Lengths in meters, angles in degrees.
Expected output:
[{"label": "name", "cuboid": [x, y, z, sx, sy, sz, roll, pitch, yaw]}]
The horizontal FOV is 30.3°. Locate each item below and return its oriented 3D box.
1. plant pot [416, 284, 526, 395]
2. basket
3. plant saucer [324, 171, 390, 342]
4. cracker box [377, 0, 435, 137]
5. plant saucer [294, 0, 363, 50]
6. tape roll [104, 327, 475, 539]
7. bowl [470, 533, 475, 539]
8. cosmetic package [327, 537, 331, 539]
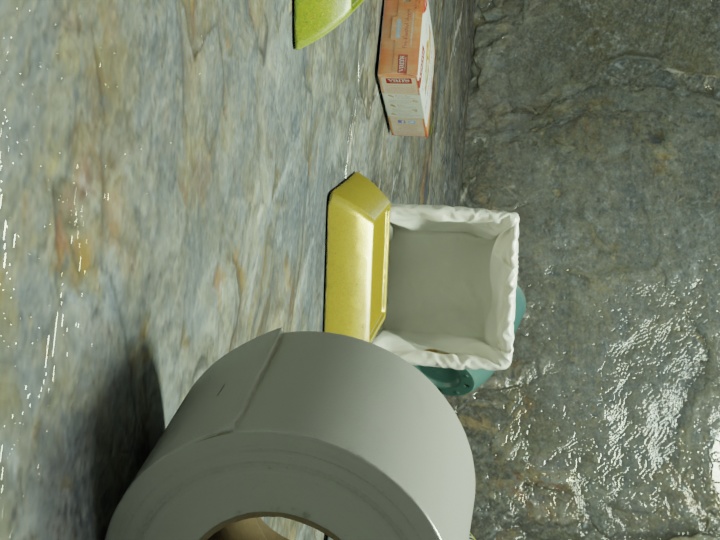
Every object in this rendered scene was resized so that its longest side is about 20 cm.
[{"label": "plant pot", "cuboid": [0.141, 0.095, 2.069, 0.201, 0.199, 0.162, 82, 26, -54]}, {"label": "basket", "cuboid": [0.101, 0.019, 1.706, 0.161, 0.197, 0.202, -10, 103, -84]}, {"label": "plant saucer", "cuboid": [0.000, 0.000, 1.504, 0.200, 0.048, 0.202, -50, 143, -75]}, {"label": "cracker box", "cuboid": [0.065, -0.280, 1.793, 0.200, 0.057, 0.135, 66, 28, -72]}, {"label": "plant saucer", "cuboid": [-0.019, -0.319, 1.222, 0.200, 0.048, 0.201, -67, 159, -68]}, {"label": "tape roll", "cuboid": [-0.036, 0.154, 0.782, 0.139, 0.201, 0.204, -67, 159, -67]}, {"label": "bowl", "cuboid": [0.054, 0.401, 1.740, 0.094, 0.200, 0.202, 40, 45, -37]}, {"label": "cosmetic package", "cuboid": [-0.007, 0.356, 1.604, 0.201, 0.051, 0.152, 83, 11, -53]}]
